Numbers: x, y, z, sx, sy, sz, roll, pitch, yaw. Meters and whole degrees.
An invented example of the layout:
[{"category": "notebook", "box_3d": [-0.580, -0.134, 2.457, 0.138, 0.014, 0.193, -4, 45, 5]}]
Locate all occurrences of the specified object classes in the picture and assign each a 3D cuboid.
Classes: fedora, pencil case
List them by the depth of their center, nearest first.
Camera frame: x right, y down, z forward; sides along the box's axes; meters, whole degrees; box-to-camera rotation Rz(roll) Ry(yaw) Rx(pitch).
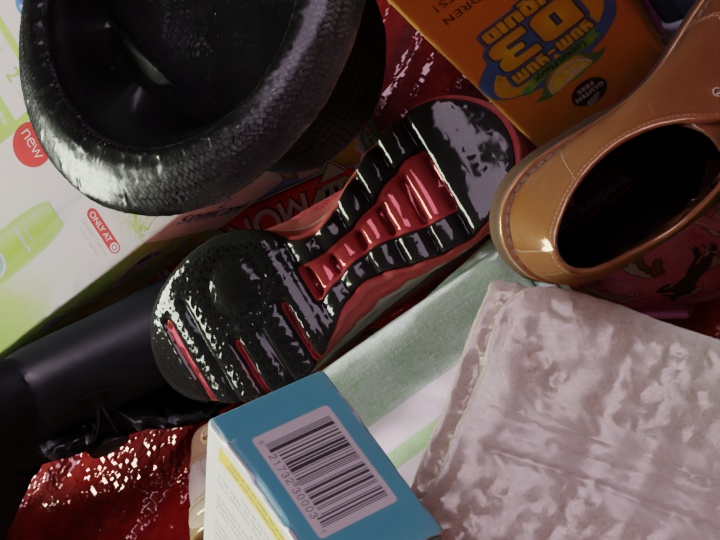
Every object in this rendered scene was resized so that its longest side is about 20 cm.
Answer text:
[{"category": "fedora", "box_3d": [-0.053, -0.105, 0.764, 0.200, 0.092, 0.201, -15, 64, 33]}, {"category": "pencil case", "box_3d": [0.118, -0.079, 0.790, 0.083, 0.086, 0.201, -35, 45, 42]}]

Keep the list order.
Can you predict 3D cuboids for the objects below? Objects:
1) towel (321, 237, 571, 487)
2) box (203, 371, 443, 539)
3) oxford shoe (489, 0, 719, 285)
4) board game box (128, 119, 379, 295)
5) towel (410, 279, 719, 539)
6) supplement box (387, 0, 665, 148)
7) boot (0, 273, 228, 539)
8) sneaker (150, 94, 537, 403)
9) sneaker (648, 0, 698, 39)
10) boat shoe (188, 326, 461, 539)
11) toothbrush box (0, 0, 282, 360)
[{"category": "towel", "box_3d": [0.059, 0.103, 0.712, 0.152, 0.023, 0.200, -37, 72, 8]}, {"category": "box", "box_3d": [-0.020, 0.136, 0.688, 0.049, 0.200, 0.082, -23, 55, -24]}, {"category": "oxford shoe", "box_3d": [0.139, -0.061, 0.667, 0.200, 0.071, 0.071, -43, 11, -2]}, {"category": "board game box", "box_3d": [-0.085, -0.046, 0.909, 0.200, 0.029, 0.135, -22, 88, 24]}, {"category": "towel", "box_3d": [0.118, 0.090, 0.667, 0.199, 0.034, 0.133, 20, 82, 16]}, {"category": "supplement box", "box_3d": [0.045, -0.118, 0.669, 0.066, 0.200, 0.069, -36, 54, 15]}, {"category": "boot", "box_3d": [-0.146, 0.084, 0.886, 0.168, 0.200, 0.077, -21, 67, -17]}, {"category": "sneaker", "box_3d": [0.000, 0.000, 0.780, 0.200, 0.087, 0.074, -32, 76, 22]}, {"category": "sneaker", "box_3d": [0.149, -0.181, 0.766, 0.070, 0.109, 0.200, -30, 18, 40]}, {"category": "boat shoe", "box_3d": [0.000, 0.058, 0.805, 0.200, 0.074, 0.069, -29, 56, 21]}, {"category": "toothbrush box", "box_3d": [-0.163, -0.046, 0.880, 0.200, 0.086, 0.146, -34, 84, 21]}]
